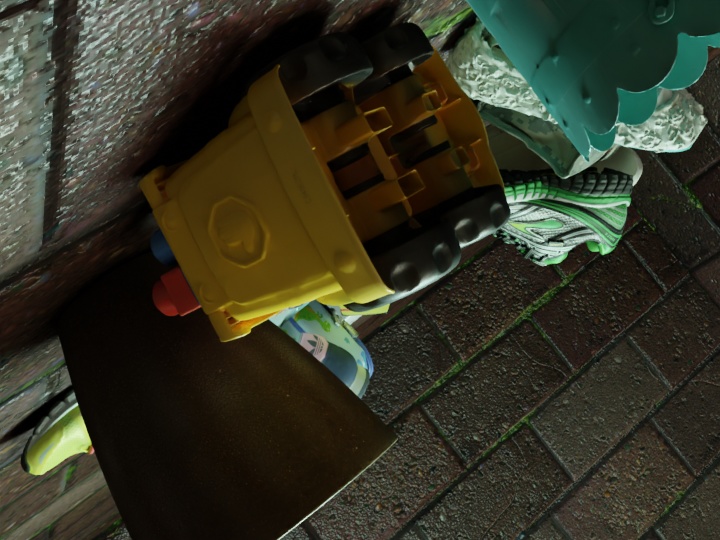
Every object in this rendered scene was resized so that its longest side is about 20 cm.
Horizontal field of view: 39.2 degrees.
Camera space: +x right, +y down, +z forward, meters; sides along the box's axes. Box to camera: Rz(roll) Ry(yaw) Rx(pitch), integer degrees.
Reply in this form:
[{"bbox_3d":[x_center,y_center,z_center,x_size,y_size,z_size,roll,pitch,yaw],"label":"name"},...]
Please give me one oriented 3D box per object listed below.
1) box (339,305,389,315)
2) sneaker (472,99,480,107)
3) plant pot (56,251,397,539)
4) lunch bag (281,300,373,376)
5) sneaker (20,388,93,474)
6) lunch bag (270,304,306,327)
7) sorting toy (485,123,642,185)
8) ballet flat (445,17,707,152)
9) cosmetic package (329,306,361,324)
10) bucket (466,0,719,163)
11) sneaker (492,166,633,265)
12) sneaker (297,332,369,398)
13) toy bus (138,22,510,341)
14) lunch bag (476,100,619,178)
[{"bbox_3d":[0.000,0.000,0.929,0.050,0.075,0.200,-6,175,-1],"label":"box"},{"bbox_3d":[0.040,-0.080,0.823,0.200,0.089,0.074,-37,172,-21],"label":"sneaker"},{"bbox_3d":[-0.108,0.091,0.684,0.187,0.200,0.187,-37,173,-5],"label":"plant pot"},{"bbox_3d":[-0.099,0.103,1.017,0.200,0.161,0.082,-42,-174,29],"label":"lunch bag"},{"bbox_3d":[-0.210,0.133,0.916,0.200,0.090,0.078,-33,174,-29],"label":"sneaker"},{"bbox_3d":[-0.117,0.041,0.836,0.200,0.077,0.160,-40,173,15],"label":"lunch bag"},{"bbox_3d":[0.183,-0.092,0.998,0.200,0.107,0.180,-28,-155,-7],"label":"sorting toy"},{"bbox_3d":[0.161,-0.137,0.731,0.072,0.200,0.072,-167,-90,-90],"label":"ballet flat"},{"bbox_3d":[0.031,-0.028,1.147,0.200,0.085,0.108,-40,175,5],"label":"cosmetic package"},{"bbox_3d":[0.169,-0.179,0.608,0.207,0.135,0.207,-38,174,-5],"label":"bucket"},{"bbox_3d":[0.142,-0.042,0.864,0.200,0.085,0.078,-2,-168,-14],"label":"sneaker"},{"bbox_3d":[-0.089,0.108,0.918,0.200,0.082,0.070,-28,-149,30],"label":"sneaker"},{"bbox_3d":[-0.031,-0.039,0.591,0.192,0.136,0.200,-27,-177,33],"label":"toy bus"},{"bbox_3d":[0.211,-0.190,0.846,0.200,0.118,0.164,-57,167,23],"label":"lunch bag"}]
